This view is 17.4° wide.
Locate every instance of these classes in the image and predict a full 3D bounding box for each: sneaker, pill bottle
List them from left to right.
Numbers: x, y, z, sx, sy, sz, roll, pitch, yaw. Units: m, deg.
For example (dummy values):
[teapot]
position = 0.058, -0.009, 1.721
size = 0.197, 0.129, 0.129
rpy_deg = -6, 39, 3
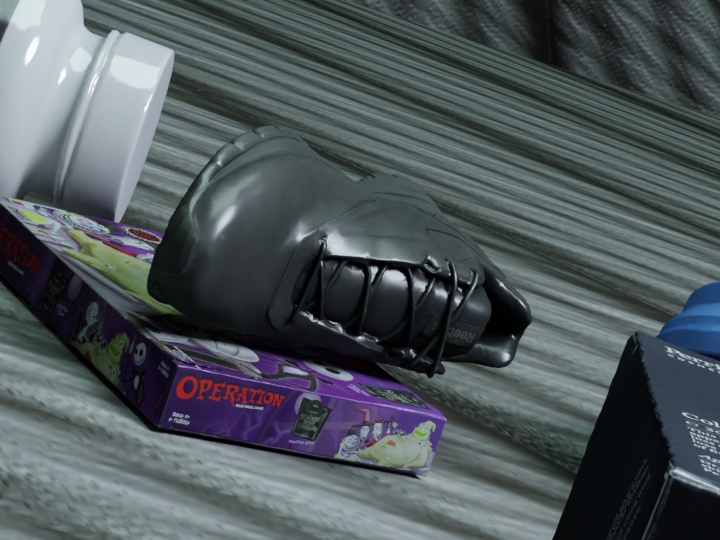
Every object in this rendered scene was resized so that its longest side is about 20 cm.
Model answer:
[pill bottle]
position = -0.187, -0.090, 1.028
size = 0.198, 0.112, 0.111
rpy_deg = 20, 10, -2
[sneaker]
position = 0.000, 0.000, 0.891
size = 0.091, 0.076, 0.199
rpy_deg = 34, 18, 30

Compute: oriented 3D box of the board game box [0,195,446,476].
[board game box]
position = -0.065, 0.022, 0.921
size = 0.119, 0.033, 0.200
rpy_deg = 18, 10, -34

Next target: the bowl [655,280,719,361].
[bowl]
position = 0.212, 0.065, 0.958
size = 0.199, 0.040, 0.201
rpy_deg = 27, -12, 6

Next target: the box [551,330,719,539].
[box]
position = 0.152, 0.112, 0.638
size = 0.198, 0.105, 0.182
rpy_deg = 20, 11, 1
